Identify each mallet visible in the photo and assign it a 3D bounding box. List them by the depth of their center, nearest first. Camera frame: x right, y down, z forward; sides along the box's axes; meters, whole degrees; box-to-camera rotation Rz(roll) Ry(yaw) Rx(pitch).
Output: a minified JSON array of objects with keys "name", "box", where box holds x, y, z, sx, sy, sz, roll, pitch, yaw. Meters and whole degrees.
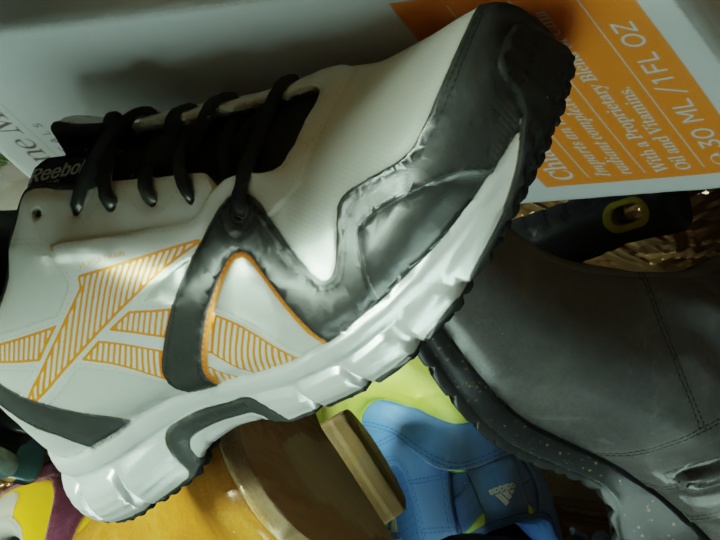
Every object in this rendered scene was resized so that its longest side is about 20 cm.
[{"name":"mallet","box":[0.000,0.000,0.811,0.199,0.066,0.041,-27,178,24]}]

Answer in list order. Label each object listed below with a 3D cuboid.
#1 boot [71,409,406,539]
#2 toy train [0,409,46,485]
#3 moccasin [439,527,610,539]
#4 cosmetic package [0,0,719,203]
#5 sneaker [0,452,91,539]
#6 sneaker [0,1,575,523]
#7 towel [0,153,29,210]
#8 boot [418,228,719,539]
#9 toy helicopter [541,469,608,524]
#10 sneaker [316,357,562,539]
[{"name":"boot","box":[-0.060,0.094,0.751,0.144,0.071,0.201,-34,175,3]},{"name":"toy train","box":[-0.184,0.022,0.910,0.199,0.086,0.114,14,168,-12]},{"name":"moccasin","box":[0.094,0.132,0.839,0.199,0.081,0.068,29,-167,-20]},{"name":"cosmetic package","box":[0.000,-0.066,0.649,0.199,0.072,0.101,-4,151,30]},{"name":"sneaker","box":[-0.060,0.111,0.905,0.200,0.090,0.075,22,144,56]},{"name":"sneaker","box":[-0.033,-0.008,0.613,0.080,0.074,0.200,43,135,-14]},{"name":"towel","box":[-0.137,-0.016,0.775,0.199,0.024,0.153,8,-168,6]},{"name":"boot","box":[0.096,0.006,0.749,0.131,0.070,0.200,-37,122,16]},{"name":"toy helicopter","box":[0.104,0.075,0.904,0.199,0.079,0.132,3,163,46]},{"name":"sneaker","box":[0.015,0.087,0.908,0.075,0.105,0.200,-19,158,-14]}]
